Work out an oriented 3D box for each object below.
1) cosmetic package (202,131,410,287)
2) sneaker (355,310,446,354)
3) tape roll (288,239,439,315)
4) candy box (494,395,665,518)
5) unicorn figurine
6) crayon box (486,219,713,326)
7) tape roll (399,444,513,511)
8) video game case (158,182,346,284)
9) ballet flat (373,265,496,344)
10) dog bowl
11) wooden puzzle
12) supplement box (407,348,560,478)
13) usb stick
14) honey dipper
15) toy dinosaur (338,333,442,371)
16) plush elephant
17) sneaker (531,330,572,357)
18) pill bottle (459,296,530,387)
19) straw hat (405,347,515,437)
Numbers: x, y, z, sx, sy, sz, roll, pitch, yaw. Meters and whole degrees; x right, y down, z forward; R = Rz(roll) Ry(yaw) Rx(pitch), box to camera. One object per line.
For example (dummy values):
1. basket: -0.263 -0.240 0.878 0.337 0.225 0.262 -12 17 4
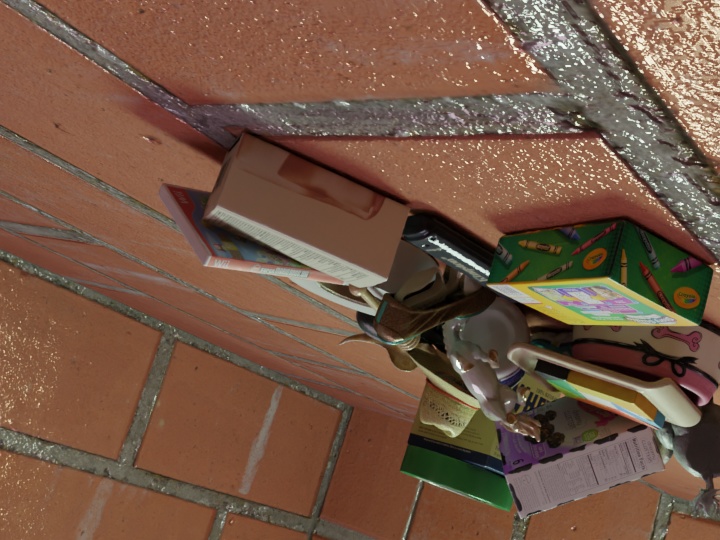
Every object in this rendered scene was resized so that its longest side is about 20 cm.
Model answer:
1. cosmetic package: -0.059 -0.061 1.040 0.197 0.089 0.103 24 167 -16
2. sneaker: 0.091 0.077 1.499 0.196 0.077 0.079 11 159 -2
3. tape roll: 0.000 0.000 1.262 0.199 0.072 0.203 19 169 4
4. candy box: 0.289 0.233 1.301 0.197 0.073 0.168 -22 -167 9
5. unicorn figurine: 0.150 0.122 1.210 0.073 0.204 0.137 -21 -177 -8
6. crayon box: 0.229 0.007 0.953 0.117 0.059 0.199 24 167 -23
7. tape roll: 0.166 0.352 1.642 0.197 0.049 0.201 19 168 4
8. video game case: -0.120 -0.041 1.109 0.198 0.018 0.143 8 -149 -41
9. ballet flat: 0.096 0.026 1.170 0.197 0.074 0.068 -17 -145 -34
10. dog bowl: 0.342 0.101 1.160 0.196 0.075 0.200 18 168 4
11. wooden puzzle: 0.293 0.145 1.165 0.197 0.038 0.184 11 165 35
12. supplement box: 0.214 0.233 1.644 0.133 0.203 0.198 27 166 -36
13. usb stick: 0.127 -0.011 1.099 0.198 0.033 0.055 29 166 -36
14. honey dipper: 0.027 0.050 1.199 0.037 0.039 0.200 13 163 27
15. toy dinosaur: 0.069 0.109 1.564 0.196 0.103 0.058 18 169 4
16. plush elephant: 0.467 0.218 1.310 0.161 0.204 0.155 10 -174 6
17. sneaker: 0.286 0.132 1.373 0.076 0.081 0.200 21 169 -12
18. pill bottle: 0.185 0.112 1.366 0.109 0.113 0.200 16 168 14
19. straw hat: 0.129 0.197 1.434 0.198 0.086 0.201 27 -175 -3
